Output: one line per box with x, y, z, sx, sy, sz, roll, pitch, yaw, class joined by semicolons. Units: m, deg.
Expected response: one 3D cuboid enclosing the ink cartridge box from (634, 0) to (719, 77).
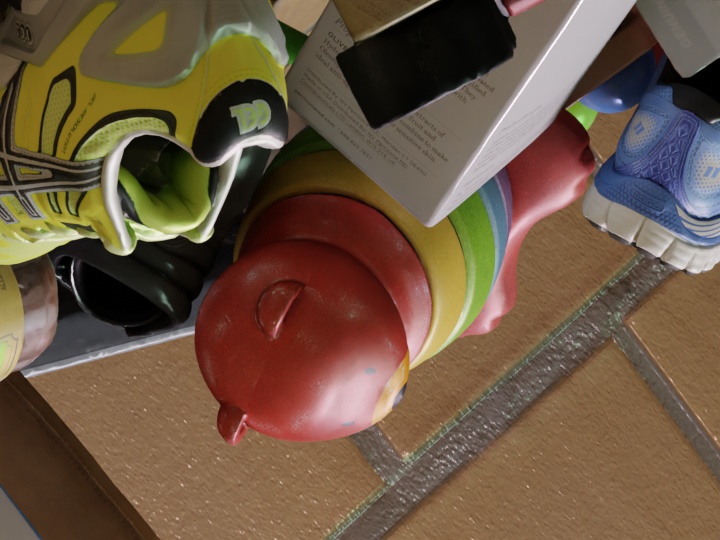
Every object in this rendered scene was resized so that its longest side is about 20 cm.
0.164;-0.191;0.980;0.199;0.161;0.047;-33;178;-11;ink cartridge box

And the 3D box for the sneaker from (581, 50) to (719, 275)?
0.162;-0.068;1.019;0.090;0.078;0.200;-65;169;26;sneaker

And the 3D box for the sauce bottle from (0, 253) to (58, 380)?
-0.186;0.032;0.759;0.199;0.065;0.065;-24;172;-45;sauce bottle

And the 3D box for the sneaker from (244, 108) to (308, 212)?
-0.075;-0.047;1.156;0.114;0.073;0.201;-31;-151;-5;sneaker

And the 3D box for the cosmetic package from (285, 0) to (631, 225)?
0.064;-0.125;0.874;0.108;0.085;0.200;-39;166;-48;cosmetic package

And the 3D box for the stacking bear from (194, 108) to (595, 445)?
0.000;0.000;0.953;0.122;0.113;0.200;-60;174;32;stacking bear

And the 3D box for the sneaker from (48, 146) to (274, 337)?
-0.088;-0.026;0.968;0.100;0.070;0.200;-58;-172;-7;sneaker

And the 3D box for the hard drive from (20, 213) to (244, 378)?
-0.123;0.006;1.127;0.199;0.033;0.139;-14;-162;-34;hard drive

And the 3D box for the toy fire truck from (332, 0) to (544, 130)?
0.065;-0.146;0.686;0.199;0.129;0.176;-27;-176;6;toy fire truck

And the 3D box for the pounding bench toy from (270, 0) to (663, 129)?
0.038;-0.111;1.082;0.200;0.156;0.124;-35;-177;31;pounding bench toy

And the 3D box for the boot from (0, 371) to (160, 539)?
-0.177;0.089;1.018;0.066;0.201;0.175;-39;-177;-36;boot

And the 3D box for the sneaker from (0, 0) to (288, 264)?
-0.080;-0.035;0.683;0.075;0.077;0.200;-13;166;-26;sneaker

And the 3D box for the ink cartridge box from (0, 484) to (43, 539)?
-0.238;0.111;0.865;0.199;0.147;0.086;-37;-176;13;ink cartridge box
